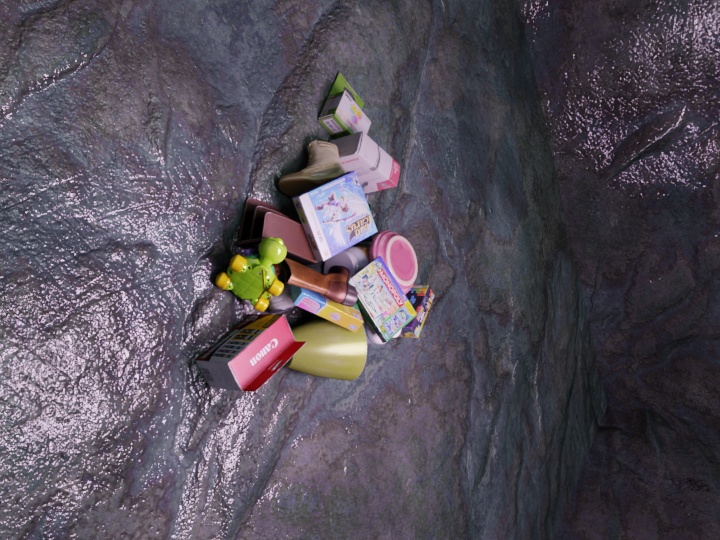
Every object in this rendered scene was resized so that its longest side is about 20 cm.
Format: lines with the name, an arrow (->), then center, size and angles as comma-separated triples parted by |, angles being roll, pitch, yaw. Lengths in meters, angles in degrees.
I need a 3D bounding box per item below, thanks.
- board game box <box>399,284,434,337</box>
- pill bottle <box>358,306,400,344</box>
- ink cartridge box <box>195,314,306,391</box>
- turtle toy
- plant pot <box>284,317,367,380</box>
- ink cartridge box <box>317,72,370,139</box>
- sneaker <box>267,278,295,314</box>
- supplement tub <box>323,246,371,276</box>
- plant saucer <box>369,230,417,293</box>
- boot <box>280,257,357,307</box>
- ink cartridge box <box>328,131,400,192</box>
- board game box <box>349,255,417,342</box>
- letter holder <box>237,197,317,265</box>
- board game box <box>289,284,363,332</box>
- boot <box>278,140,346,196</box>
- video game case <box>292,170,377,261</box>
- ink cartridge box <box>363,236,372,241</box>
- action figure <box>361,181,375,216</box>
board game box -> 0.115, 0.124, 1.767 | 0.057, 0.198, 0.166 | 55, 48, -37
pill bottle -> 0.024, 0.161, 1.655 | 0.110, 0.198, 0.112 | 5, 83, -50
ink cartridge box -> -0.257, 0.192, 1.336 | 0.200, 0.174, 0.085 | -44, 119, -43
turtle toy -> -0.251, 0.000, 1.364 | 0.145, 0.200, 0.102 | 34, 37, -17
plant pot -> -0.114, 0.210, 1.525 | 0.198, 0.186, 0.190 | 4, 84, -33
ink cartridge box -> -0.033, -0.502, 1.738 | 0.148, 0.075, 0.202 | 41, 59, -40
sneaker -> -0.175, 0.057, 1.529 | 0.199, 0.074, 0.088 | -14, 86, -53
supplement tub -> 0.000, 0.000, 1.683 | 0.199, 0.143, 0.147 | -3, 90, -50
plant saucer -> 0.108, -0.024, 1.666 | 0.199, 0.050, 0.203 | 19, 64, -45
boot -> -0.119, 0.015, 1.443 | 0.198, 0.069, 0.189 | 20, 26, -24
ink cartridge box -> 0.007, -0.327, 1.716 | 0.199, 0.145, 0.084 | 33, 62, -44
board game box -> 0.058, 0.079, 1.555 | 0.134, 0.029, 0.201 | -37, 97, -30
letter holder -> -0.208, -0.108, 1.480 | 0.199, 0.100, 0.144 | 24, 67, -47
board game box -> -0.095, 0.071, 1.488 | 0.199, 0.040, 0.154 | 28, 21, -28
boot -> -0.144, -0.293, 1.584 | 0.073, 0.197, 0.157 | 97, -20, -55
video game case -> -0.064, -0.149, 1.506 | 0.199, 0.045, 0.183 | -30, 109, -30
ink cartridge box -> -0.036, -0.169, 1.688 | 0.039, 0.099, 0.202 | -37, 113, -37
action figure -> 0.011, -0.186, 1.724 | 0.054, 0.201, 0.119 | -18, 63, -12
